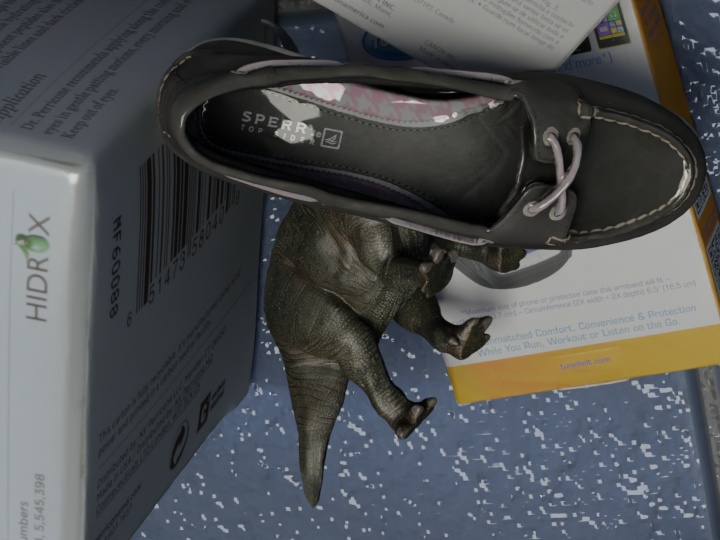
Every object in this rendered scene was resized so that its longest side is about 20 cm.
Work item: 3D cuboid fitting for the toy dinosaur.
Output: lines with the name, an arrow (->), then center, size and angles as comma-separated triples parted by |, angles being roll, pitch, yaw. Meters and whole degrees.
toy dinosaur -> 0.000, 0.000, 1.080 | 0.102, 0.077, 0.200 | 36, 137, 29

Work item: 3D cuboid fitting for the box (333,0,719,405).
box -> 0.069, -0.050, 1.081 | 0.119, 0.041, 0.200 | -9, 109, 22

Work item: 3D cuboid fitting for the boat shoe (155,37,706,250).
boat shoe -> 0.026, -0.040, 0.977 | 0.200, 0.057, 0.067 | 9, 105, -4

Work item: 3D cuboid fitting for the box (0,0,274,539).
box -> -0.148, -0.007, 1.081 | 0.171, 0.199, 0.200 | 12, 118, 13

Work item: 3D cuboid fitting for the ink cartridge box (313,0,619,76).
ink cartridge box -> 0.045, -0.163, 0.949 | 0.161, 0.050, 0.200 | 29, 126, -17
